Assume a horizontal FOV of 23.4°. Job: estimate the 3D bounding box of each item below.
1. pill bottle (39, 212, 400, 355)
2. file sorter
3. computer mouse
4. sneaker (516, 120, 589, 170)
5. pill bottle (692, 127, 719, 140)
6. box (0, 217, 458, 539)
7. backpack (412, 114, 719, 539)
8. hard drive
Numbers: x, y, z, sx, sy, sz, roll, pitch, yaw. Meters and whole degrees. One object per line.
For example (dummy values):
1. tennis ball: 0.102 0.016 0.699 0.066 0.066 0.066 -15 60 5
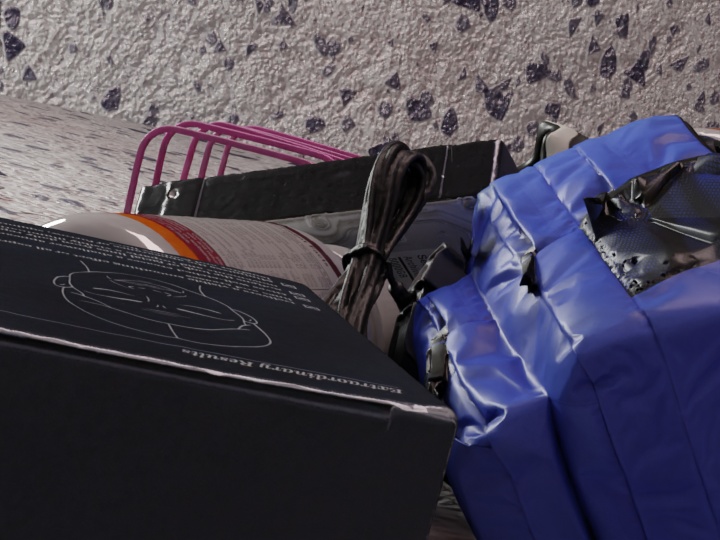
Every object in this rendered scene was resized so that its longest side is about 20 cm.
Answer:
1. pill bottle: -0.062 0.033 0.737 0.109 0.111 0.199 17 7 26
2. file sorter: -0.068 -0.028 1.164 0.137 0.127 0.200 15 7 10
3. computer mouse: 0.035 0.055 0.760 0.046 0.141 0.201 6 -38 26
4. sneaker: 0.066 -0.005 0.995 0.080 0.200 0.074 46 7 -17
5. pill bottle: 0.199 -0.017 0.923 0.113 0.116 0.200 16 10 24
6. box: -0.075 0.057 0.522 0.147 0.108 0.200 12 6 -15
7. backpack: 0.106 0.032 0.694 0.166 0.164 0.200 -15 26 3
8. hard drive: 0.000 0.000 0.888 0.198 0.038 0.140 -6 -36 23
